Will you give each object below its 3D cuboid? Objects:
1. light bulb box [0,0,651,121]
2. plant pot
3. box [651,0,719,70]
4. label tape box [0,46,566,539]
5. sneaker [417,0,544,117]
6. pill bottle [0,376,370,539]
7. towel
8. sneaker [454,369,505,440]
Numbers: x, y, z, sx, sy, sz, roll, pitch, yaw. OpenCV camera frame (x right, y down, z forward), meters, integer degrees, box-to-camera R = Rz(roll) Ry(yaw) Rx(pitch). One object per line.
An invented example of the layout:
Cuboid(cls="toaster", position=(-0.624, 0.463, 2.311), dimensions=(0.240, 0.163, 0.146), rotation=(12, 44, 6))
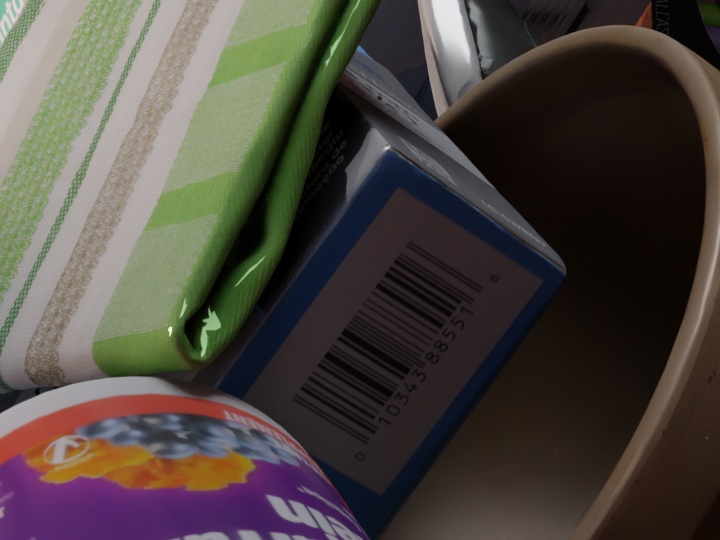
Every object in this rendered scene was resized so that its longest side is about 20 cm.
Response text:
Cuboid(cls="light bulb box", position=(-0.017, -0.112, 1.001), dimensions=(0.200, 0.198, 0.125), rotation=(-2, 48, -37))
Cuboid(cls="plant pot", position=(0.053, 0.046, 0.714), dimensions=(0.093, 0.201, 0.201), rotation=(32, 4, -24))
Cuboid(cls="box", position=(0.220, -0.093, 1.065), dimensions=(0.124, 0.149, 0.200), rotation=(-17, 22, -36))
Cuboid(cls="label tape box", position=(-0.040, 0.008, 0.746), dimensions=(0.063, 0.144, 0.200), rotation=(32, 9, -25))
Cuboid(cls="sneaker", position=(0.085, -0.026, 0.842), dimensions=(0.099, 0.200, 0.071), rotation=(-22, -20, -1))
Cuboid(cls="pill bottle", position=(-0.026, 0.110, 0.561), dimensions=(0.111, 0.111, 0.200), rotation=(-10, 27, -16))
Cuboid(cls="towel", position=(-0.057, -0.032, 0.722), dimensions=(0.031, 0.149, 0.200), rotation=(31, -19, -26))
Cuboid(cls="sneaker", position=(0.000, 0.000, 0.880), dimensions=(0.075, 0.089, 0.200), rotation=(7, 24, -31))
